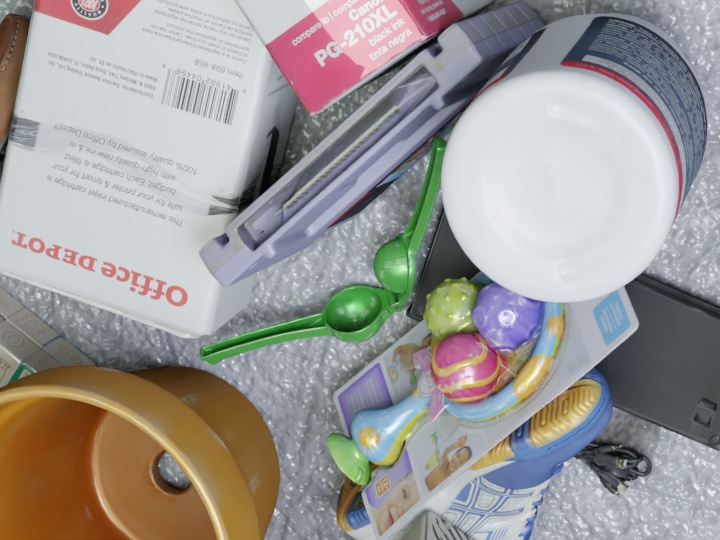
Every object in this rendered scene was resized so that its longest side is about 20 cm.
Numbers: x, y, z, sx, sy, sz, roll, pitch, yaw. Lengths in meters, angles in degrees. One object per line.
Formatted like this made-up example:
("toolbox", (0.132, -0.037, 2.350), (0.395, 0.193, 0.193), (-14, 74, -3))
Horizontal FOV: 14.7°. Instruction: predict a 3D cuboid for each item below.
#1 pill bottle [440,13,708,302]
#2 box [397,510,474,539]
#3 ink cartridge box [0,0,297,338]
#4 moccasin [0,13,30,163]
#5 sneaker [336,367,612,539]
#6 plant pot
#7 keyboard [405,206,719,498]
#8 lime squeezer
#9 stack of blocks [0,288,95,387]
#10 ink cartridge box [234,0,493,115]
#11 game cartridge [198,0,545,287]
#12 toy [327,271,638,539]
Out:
("pill bottle", (0.119, -0.068, 1.452), (0.119, 0.200, 0.120), (5, 109, 14))
("box", (0.091, 0.228, 1.575), (0.199, 0.069, 0.082), (35, 118, -16))
("ink cartridge box", (-0.119, -0.081, 1.598), (0.143, 0.084, 0.201), (18, 108, 13))
("moccasin", (-0.255, -0.067, 1.618), (0.078, 0.074, 0.202), (37, 84, -14))
("sneaker", (0.080, 0.113, 1.580), (0.088, 0.076, 0.200), (40, 134, -22))
("plant pot", (-0.134, 0.140, 1.606), (0.199, 0.183, 0.202), (5, 104, 18))
("keyboard", (0.120, 0.050, 1.585), (0.199, 0.021, 0.128), (24, 109, 13))
("lime squeezer", (0.000, 0.000, 1.593), (0.071, 0.038, 0.200), (38, 117, -22))
("stack of blocks", (-0.261, 0.025, 1.688), (0.200, 0.059, 0.115), (38, 112, 7))
("ink cartridge box", (-0.029, -0.199, 1.504), (0.084, 0.145, 0.201), (-32, 92, 22))
("game cartridge", (0.011, -0.069, 1.531), (0.200, 0.129, 0.038), (-41, 81, 24))
("toy", (0.054, 0.045, 1.535), (0.047, 0.116, 0.200), (26, 121, -36))
